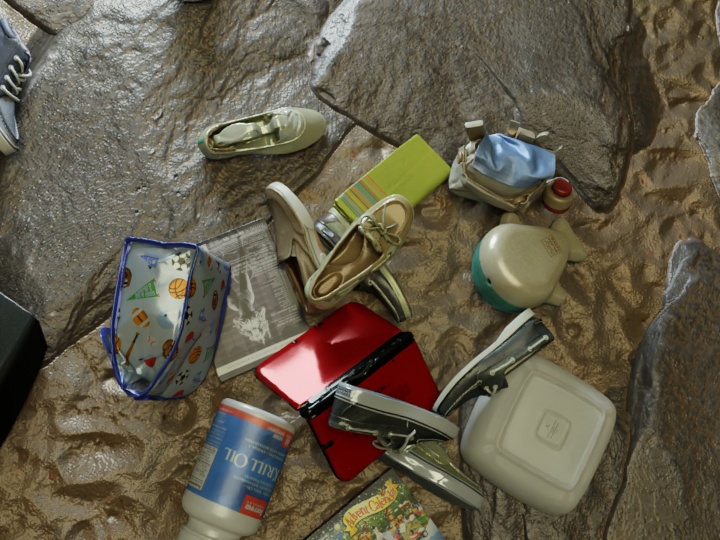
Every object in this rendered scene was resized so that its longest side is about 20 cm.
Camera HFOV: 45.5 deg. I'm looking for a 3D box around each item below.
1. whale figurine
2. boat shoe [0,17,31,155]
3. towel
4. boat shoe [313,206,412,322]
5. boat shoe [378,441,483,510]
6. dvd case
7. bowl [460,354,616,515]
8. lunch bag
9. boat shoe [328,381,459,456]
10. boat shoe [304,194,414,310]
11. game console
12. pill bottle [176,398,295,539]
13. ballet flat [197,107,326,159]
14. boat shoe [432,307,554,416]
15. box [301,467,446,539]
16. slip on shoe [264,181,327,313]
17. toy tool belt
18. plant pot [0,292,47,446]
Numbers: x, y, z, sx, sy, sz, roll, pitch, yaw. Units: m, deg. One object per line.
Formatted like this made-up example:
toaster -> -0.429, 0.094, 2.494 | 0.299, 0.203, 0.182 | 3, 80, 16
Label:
whale figurine -> 0.249, -0.011, 1.283 | 0.199, 0.104, 0.160 | -25, 78, -36
boat shoe -> -0.513, -0.272, 1.238 | 0.092, 0.075, 0.202 | -25, 81, -4
towel -> 0.051, -0.123, 1.280 | 0.086, 0.018, 0.200 | 46, 58, 3
boat shoe -> 0.000, -0.001, 1.253 | 0.066, 0.072, 0.202 | -33, 78, -7
boat shoe -> 0.091, 0.264, 1.205 | 0.199, 0.072, 0.062 | 32, 68, 2
dvd case -> -0.170, 0.041, 1.246 | 0.147, 0.016, 0.202 | -22, 81, -12
bowl -> 0.262, 0.230, 1.233 | 0.198, 0.075, 0.201 | 30, 77, 1
lunch bag -> -0.257, 0.071, 1.140 | 0.122, 0.170, 0.203 | 5, 83, 10
boat shoe -> 0.045, 0.204, 1.122 | 0.198, 0.073, 0.069 | 24, 83, -37
boat shoe -> 0.002, -0.025, 1.185 | 0.073, 0.063, 0.200 | 40, 85, 2
game console -> -0.015, 0.163, 1.198 | 0.199, 0.118, 0.174 | -34, 105, -29
pill bottle -> -0.170, 0.283, 1.145 | 0.111, 0.112, 0.202 | 21, 77, -2
ballet flat -> -0.143, -0.206, 1.278 | 0.198, 0.069, 0.070 | -15, 80, -11
boat shoe -> 0.186, 0.139, 1.195 | 0.200, 0.076, 0.060 | -44, 76, -5
box -> 0.007, 0.389, 1.182 | 0.199, 0.038, 0.137 | -37, 85, -13
slip on shoe -> -0.094, -0.032, 1.243 | 0.060, 0.076, 0.202 | -27, 90, -22
toy tool belt -> 0.236, -0.155, 1.271 | 0.198, 0.124, 0.126 | 12, 50, -4
plant pot -> -0.516, 0.112, 1.104 | 0.199, 0.200, 0.178 | 35, 65, 1
